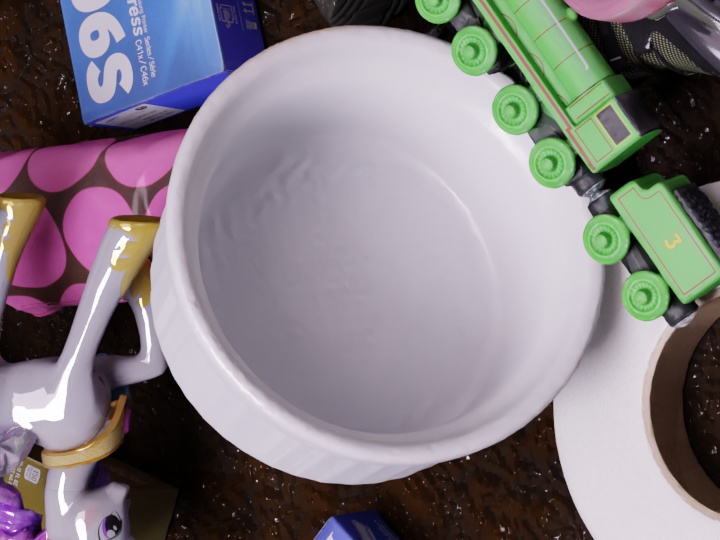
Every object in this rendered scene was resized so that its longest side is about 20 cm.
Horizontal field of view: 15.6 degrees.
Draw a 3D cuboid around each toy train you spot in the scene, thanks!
[{"bbox_3d":[0.096,-0.066,1.148,0.056,0.042,0.200,-38,81,29],"label":"toy train"}]

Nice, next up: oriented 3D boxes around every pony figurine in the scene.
[{"bbox_3d":[-0.178,0.066,1.258,0.192,0.167,0.201,4,101,2],"label":"pony figurine"}]

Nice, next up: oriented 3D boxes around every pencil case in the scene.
[{"bbox_3d":[-0.103,-0.022,1.319,0.200,0.091,0.094,-3,98,35],"label":"pencil case"}]

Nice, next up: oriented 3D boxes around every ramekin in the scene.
[{"bbox_3d":[0.000,0.000,1.185,0.098,0.200,0.201,133,121,-65],"label":"ramekin"}]

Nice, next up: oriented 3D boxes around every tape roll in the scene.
[{"bbox_3d":[0.179,0.058,1.158,0.202,0.037,0.204,-2,87,34],"label":"tape roll"}]

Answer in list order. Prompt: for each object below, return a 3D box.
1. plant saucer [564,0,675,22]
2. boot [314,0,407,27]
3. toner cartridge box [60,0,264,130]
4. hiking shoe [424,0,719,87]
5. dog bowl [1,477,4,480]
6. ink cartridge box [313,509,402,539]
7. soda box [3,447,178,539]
[{"bbox_3d":[0.130,-0.200,1.082,0.200,0.051,0.201,-174,90,-72],"label":"plant saucer"},{"bbox_3d":[0.008,-0.225,1.264,0.200,0.068,0.131,-51,59,20],"label":"boot"},{"bbox_3d":[-0.113,-0.181,1.353,0.095,0.043,0.201,-18,79,30],"label":"toner cartridge box"},{"bbox_3d":[0.115,-0.107,1.194,0.200,0.076,0.101,31,117,37],"label":"hiking shoe"},{"bbox_3d":[-0.268,0.113,1.429,0.200,0.074,0.201,-1,89,33],"label":"dog bowl"},{"bbox_3d":[-0.028,0.222,1.285,0.094,0.044,0.200,44,111,24],"label":"ink cartridge box"},{"bbox_3d":[-0.162,0.195,1.363,0.068,0.064,0.201,21,101,31],"label":"soda box"}]
